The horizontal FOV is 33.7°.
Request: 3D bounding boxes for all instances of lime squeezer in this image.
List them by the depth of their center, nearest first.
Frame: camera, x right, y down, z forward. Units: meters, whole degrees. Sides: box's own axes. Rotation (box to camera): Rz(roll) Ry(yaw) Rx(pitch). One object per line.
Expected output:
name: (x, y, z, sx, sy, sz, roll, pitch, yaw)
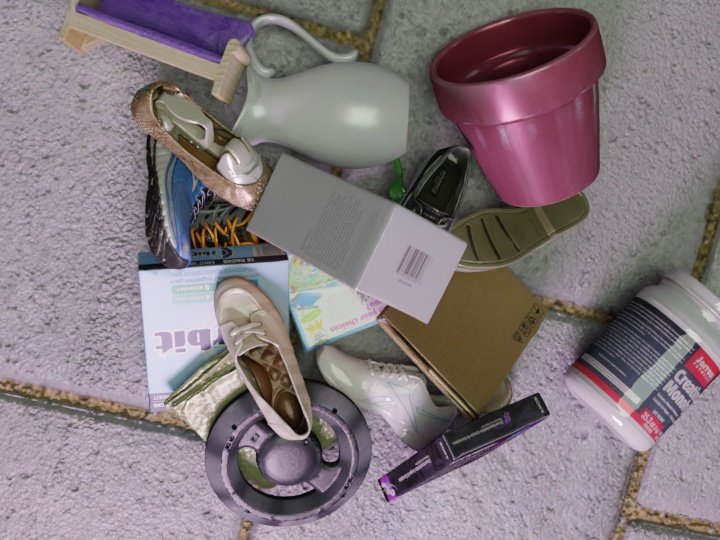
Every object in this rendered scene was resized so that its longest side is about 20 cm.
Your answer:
lime squeezer: (0.033, -0.079, 1.409, 0.070, 0.038, 0.201, 9, 79, 32)

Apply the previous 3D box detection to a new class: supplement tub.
supplement tub: (0.365, 0.110, 1.475, 0.140, 0.140, 0.200, 43, 90, -14)

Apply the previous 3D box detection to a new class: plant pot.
plant pot: (0.197, -0.183, 1.381, 0.199, 0.200, 0.180, -24, 119, -5)

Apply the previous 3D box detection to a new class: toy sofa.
toy sofa: (-0.221, -0.262, 1.308, 0.199, 0.083, 0.098, 20, 91, 4)

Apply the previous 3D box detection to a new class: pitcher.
pitcher: (-0.042, -0.206, 1.367, 0.198, 0.121, 0.173, 4, 90, 1)

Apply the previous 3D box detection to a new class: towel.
towel: (-0.120, 0.170, 1.414, 0.148, 0.037, 0.200, -36, 122, 11)

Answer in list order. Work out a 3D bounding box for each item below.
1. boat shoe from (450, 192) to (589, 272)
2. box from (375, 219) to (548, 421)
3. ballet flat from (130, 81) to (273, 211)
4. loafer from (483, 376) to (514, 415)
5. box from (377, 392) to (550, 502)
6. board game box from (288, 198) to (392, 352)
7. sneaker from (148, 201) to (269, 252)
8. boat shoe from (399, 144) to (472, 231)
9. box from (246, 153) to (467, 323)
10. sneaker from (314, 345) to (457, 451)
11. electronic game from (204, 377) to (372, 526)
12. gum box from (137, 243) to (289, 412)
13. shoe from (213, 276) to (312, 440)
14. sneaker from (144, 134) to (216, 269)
boat shoe: (0.180, -0.042, 1.433, 0.199, 0.068, 0.075, -18, 79, -18)
box: (0.124, 0.054, 1.401, 0.164, 0.021, 0.200, 46, 49, -5)
ballet flat: (-0.163, -0.135, 1.296, 0.199, 0.065, 0.071, 34, 65, -9)
loafer: (0.125, 0.119, 1.457, 0.076, 0.068, 0.200, -45, 118, 1)
box: (0.118, 0.210, 1.403, 0.142, 0.200, 0.036, -19, 76, -29)
board game box: (0.000, 0.000, 1.445, 0.199, 0.034, 0.135, -21, 102, -6)
sneaker: (-0.152, -0.046, 1.389, 0.199, 0.077, 0.079, -21, 104, -5)
boat shoe: (0.069, -0.061, 1.346, 0.072, 0.071, 0.201, 24, 70, -9)
box: (-0.007, -0.037, 1.274, 0.124, 0.200, 0.098, 25, 92, -44)
sneaker: (0.032, 0.140, 1.451, 0.200, 0.071, 0.080, 35, 110, -20)
electronic game: (-0.085, 0.217, 1.404, 0.199, 0.042, 0.201, -4, 113, -9)
gum box: (-0.169, 0.068, 1.386, 0.169, 0.045, 0.201, -5, 122, -10)
shoe: (-0.103, 0.099, 1.320, 0.070, 0.053, 0.201, -26, 97, -4)
sneaker: (-0.193, -0.094, 1.337, 0.089, 0.079, 0.201, 7, 61, -19)
